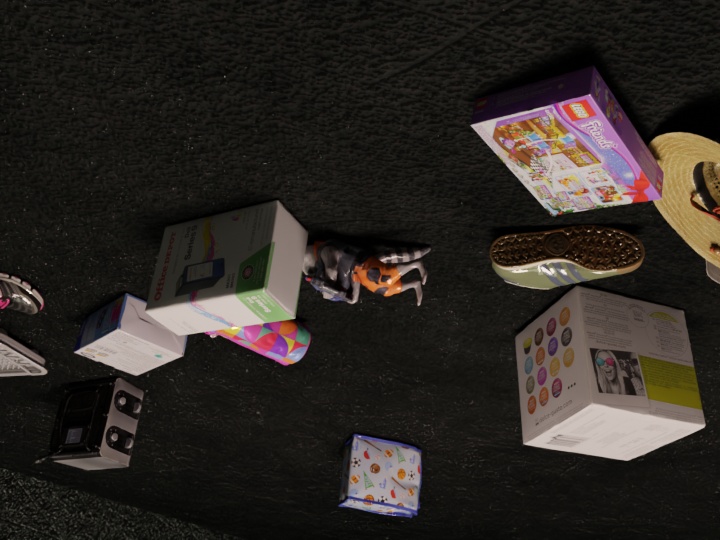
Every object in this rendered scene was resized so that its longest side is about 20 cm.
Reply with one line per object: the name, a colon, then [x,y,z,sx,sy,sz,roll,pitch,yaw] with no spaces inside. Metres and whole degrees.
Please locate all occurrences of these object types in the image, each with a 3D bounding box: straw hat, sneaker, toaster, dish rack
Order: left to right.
sneaker: [-0.638,0.044,1.239,0.200,0.088,0.074,29,143,-35]
dish rack: [-0.761,0.166,1.515,0.199,0.044,0.172,-6,149,18]
toaster: [-0.599,0.351,1.667,0.199,0.182,0.119,-11,147,25]
sneaker: [0.281,-0.013,1.021,0.199,0.067,0.090,-1,157,11]
straw hat: [0.420,-0.093,0.823,0.085,0.201,0.201,-37,148,-9]

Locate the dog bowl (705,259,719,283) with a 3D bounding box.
dog bowl: [0.531,-0.046,0.922,0.199,0.059,0.200,5,150,3]

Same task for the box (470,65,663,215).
box: [0.233,-0.134,0.818,0.136,0.039,0.200,-6,149,40]

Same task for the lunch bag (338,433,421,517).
lunch bag: [0.056,0.520,1.857,0.199,0.171,0.124,11,153,-11]

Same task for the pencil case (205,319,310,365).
pencil case: [-0.183,0.098,1.264,0.199,0.089,0.088,25,144,-32]

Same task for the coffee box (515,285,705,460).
coffee box: [0.384,0.168,1.173,0.199,0.199,0.200,12,148,-14]

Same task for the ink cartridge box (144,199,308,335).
ink cartridge box: [-0.186,0.000,1.032,0.199,0.146,0.088,-10,146,26]

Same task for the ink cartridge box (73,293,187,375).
ink cartridge box: [-0.428,0.125,1.356,0.136,0.077,0.200,30,140,-35]

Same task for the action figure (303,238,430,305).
action figure: [0.000,0.000,1.089,0.192,0.105,0.200,11,175,4]
